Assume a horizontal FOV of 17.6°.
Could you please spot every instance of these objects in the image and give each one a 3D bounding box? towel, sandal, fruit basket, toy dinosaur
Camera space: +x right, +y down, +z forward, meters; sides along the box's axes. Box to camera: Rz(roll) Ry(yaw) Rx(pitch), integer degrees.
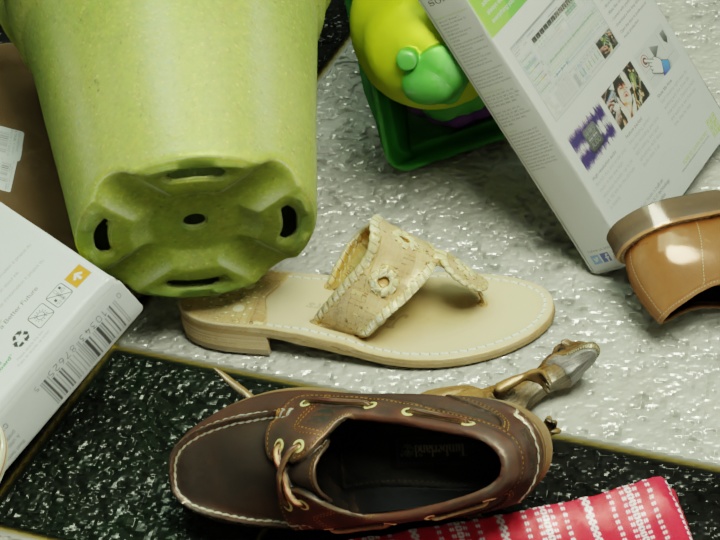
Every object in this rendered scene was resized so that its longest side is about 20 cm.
[{"bbox_3d":[0.068,0.164,1.096,0.200,0.023,0.145,-10,38,-2],"label":"towel"},{"bbox_3d":[-0.001,0.004,1.286,0.211,0.070,0.078,0,38,10],"label":"sandal"},{"bbox_3d":[0.054,-0.160,1.379,0.155,0.216,0.216,-19,39,-15],"label":"fruit basket"},{"bbox_3d":[0.035,0.081,1.203,0.200,0.060,0.106,-8,24,-16],"label":"toy dinosaur"}]

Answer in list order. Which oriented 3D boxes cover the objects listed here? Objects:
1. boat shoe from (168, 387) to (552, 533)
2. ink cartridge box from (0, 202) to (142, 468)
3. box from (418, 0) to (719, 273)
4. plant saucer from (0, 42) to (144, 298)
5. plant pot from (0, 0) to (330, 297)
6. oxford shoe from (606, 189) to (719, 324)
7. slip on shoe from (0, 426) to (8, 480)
[{"bbox_3d":[-0.009,0.093,1.141,0.200,0.070,0.070,-8,4,22],"label":"boat shoe"},{"bbox_3d":[-0.246,0.045,1.246,0.200,0.047,0.198,31,78,41],"label":"ink cartridge box"},{"bbox_3d":[0.124,-0.119,1.327,0.036,0.200,0.144,-15,25,44],"label":"box"},{"bbox_3d":[-0.182,-0.064,1.369,0.200,0.029,0.200,13,47,-15],"label":"plant saucer"},{"bbox_3d":[-0.098,-0.094,1.283,0.200,0.200,0.184,-9,56,-1],"label":"plant pot"},{"bbox_3d":[0.239,-0.014,1.283,0.200,0.071,0.071,-16,67,-11],"label":"oxford shoe"},{"bbox_3d":[-0.237,0.146,1.114,0.074,0.061,0.200,19,72,23],"label":"slip on shoe"}]
